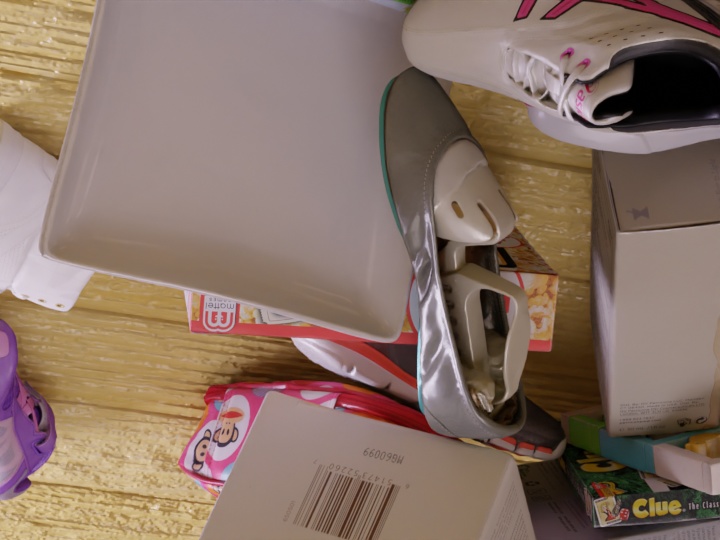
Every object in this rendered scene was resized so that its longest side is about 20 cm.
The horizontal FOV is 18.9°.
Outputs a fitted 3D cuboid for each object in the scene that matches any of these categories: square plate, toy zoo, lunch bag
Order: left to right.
[{"bbox_3d":[-0.053,-0.080,1.116,0.199,0.200,0.028,14,173,-21],"label":"square plate"},{"bbox_3d":[-0.001,0.139,1.391,0.176,0.082,0.199,34,159,-36],"label":"lunch bag"},{"bbox_3d":[0.230,0.103,1.332,0.130,0.021,0.200,-10,-169,-26],"label":"toy zoo"}]

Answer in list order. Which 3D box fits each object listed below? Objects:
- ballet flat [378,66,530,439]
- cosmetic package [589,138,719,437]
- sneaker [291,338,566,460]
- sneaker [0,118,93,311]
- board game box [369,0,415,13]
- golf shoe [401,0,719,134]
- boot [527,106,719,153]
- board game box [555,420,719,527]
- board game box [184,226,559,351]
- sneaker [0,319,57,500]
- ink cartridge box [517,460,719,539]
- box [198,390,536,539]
[{"bbox_3d":[0.057,-0.008,1.116,0.063,0.067,0.201,6,112,37],"label":"ballet flat"},{"bbox_3d":[0.175,-0.001,1.269,0.073,0.104,0.201,-4,143,0],"label":"cosmetic package"},{"bbox_3d":[0.056,0.053,1.340,0.199,0.082,0.077,28,173,-24],"label":"sneaker"},{"bbox_3d":[-0.227,0.004,1.272,0.115,0.074,0.200,32,128,-32],"label":"sneaker"},{"bbox_3d":[0.016,-0.201,1.058,0.199,0.037,0.152,15,134,-21],"label":"board game box"},{"bbox_3d":[0.107,-0.108,1.045,0.199,0.092,0.073,4,125,23],"label":"golf shoe"},{"bbox_3d":[0.190,-0.122,1.159,0.198,0.074,0.096,-4,131,-6],"label":"boot"},{"bbox_3d":[0.182,0.123,1.371,0.104,0.200,0.024,-8,99,-2],"label":"board game box"},{"bbox_3d":[0.000,0.000,1.226,0.198,0.152,0.047,3,103,-7],"label":"board game box"},{"bbox_3d":[-0.235,0.092,1.385,0.088,0.081,0.200,3,146,-18],"label":"sneaker"},{"bbox_3d":[0.193,0.153,1.388,0.199,0.196,0.044,-8,100,-4],"label":"ink cartridge box"},{"bbox_3d":[0.014,0.178,1.218,0.151,0.107,0.200,13,149,21],"label":"box"}]
